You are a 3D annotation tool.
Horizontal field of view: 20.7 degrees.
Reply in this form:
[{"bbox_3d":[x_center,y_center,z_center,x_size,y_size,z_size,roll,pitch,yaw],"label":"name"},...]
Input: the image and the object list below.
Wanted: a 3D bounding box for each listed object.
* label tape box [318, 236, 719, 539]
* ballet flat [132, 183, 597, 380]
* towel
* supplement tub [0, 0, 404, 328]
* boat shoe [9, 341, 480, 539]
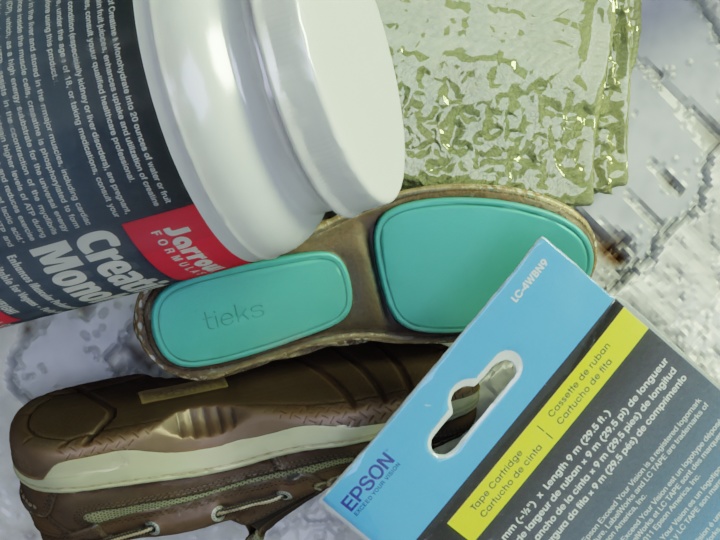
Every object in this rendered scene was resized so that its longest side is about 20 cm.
[{"bbox_3d":[0.094,0.093,0.840,0.200,0.066,0.143,39,91,-18],"label":"label tape box"},{"bbox_3d":[0.000,0.000,0.847,0.199,0.065,0.071,-7,100,-9],"label":"ballet flat"},{"bbox_3d":[0.024,-0.104,0.858,0.199,0.036,0.149,4,94,-5],"label":"towel"},{"bbox_3d":[-0.096,-0.061,0.773,0.199,0.140,0.141,-14,95,16],"label":"supplement tub"},{"bbox_3d":[-0.047,0.079,0.855,0.201,0.075,0.075,-7,118,-5],"label":"boat shoe"}]
